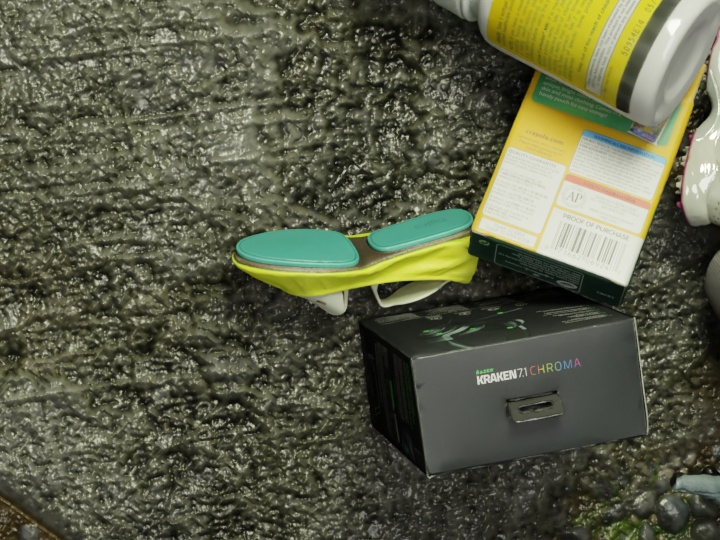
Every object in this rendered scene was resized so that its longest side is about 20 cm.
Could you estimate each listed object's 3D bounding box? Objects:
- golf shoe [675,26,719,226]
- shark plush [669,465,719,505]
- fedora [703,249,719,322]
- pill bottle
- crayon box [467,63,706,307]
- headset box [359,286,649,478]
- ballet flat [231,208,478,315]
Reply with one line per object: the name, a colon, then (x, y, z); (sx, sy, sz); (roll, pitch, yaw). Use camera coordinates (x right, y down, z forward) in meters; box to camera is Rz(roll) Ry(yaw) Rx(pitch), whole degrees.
golf shoe: (0.313, -0.127, 1.537); (0.091, 0.075, 0.201); (11, 86, 25)
shark plush: (0.353, 0.187, 1.597); (0.200, 0.083, 0.091); (28, 90, -14)
fedora: (0.348, 0.013, 1.556); (0.200, 0.090, 0.177); (-12, 124, -23)
pill bottle: (0.159, -0.201, 1.456); (0.200, 0.114, 0.114); (30, 90, 18)
crayon box: (0.176, -0.085, 1.500); (0.125, 0.052, 0.200); (20, 70, 8)
headset box: (0.106, 0.081, 1.472); (0.174, 0.200, 0.093); (-10, 98, -12)
ballet flat: (0.000, 0.000, 1.513); (0.199, 0.067, 0.067); (-9, 120, -13)
